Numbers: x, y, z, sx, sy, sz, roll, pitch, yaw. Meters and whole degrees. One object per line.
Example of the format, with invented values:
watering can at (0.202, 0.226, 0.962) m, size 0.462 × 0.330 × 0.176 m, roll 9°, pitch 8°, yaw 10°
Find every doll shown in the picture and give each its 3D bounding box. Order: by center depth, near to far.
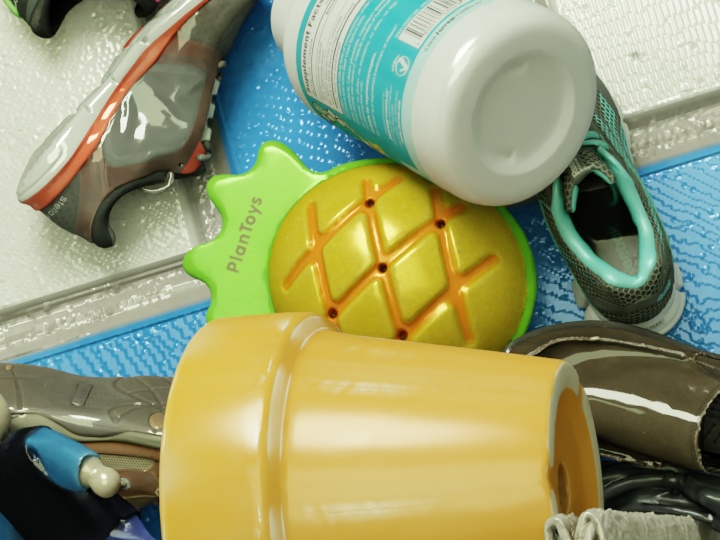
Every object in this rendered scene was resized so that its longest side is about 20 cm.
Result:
doll at (-0.156, 0.140, 1.214) m, size 0.200 × 0.136 × 0.048 m, roll 45°, pitch 49°, yaw -10°

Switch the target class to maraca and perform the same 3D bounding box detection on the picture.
maraca at (0.000, 0.000, 1.237) m, size 0.200 × 0.107 × 0.137 m, roll 16°, pitch 81°, yaw 12°

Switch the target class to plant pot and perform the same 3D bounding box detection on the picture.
plant pot at (0.021, 0.116, 1.117) m, size 0.183 × 0.200 × 0.201 m, roll -6°, pitch 77°, yaw 18°

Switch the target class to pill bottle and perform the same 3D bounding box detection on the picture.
pill bottle at (0.031, -0.117, 1.226) m, size 0.111 × 0.111 × 0.200 m, roll -51°, pitch 41°, yaw -4°

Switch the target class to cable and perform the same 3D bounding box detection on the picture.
cable at (0.168, 0.188, 1.205) m, size 0.200 × 0.051 × 0.163 m, roll 13°, pitch 89°, yaw 20°

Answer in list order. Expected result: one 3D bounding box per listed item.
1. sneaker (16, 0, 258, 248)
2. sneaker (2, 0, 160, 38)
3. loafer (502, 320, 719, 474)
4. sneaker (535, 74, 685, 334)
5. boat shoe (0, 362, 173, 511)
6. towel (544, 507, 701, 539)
sneaker at (-0.113, -0.097, 1.307) m, size 0.082 × 0.077 × 0.200 m, roll 42°, pitch 87°, yaw -12°
sneaker at (-0.123, -0.198, 1.323) m, size 0.200 × 0.077 × 0.084 m, roll -24°, pitch 83°, yaw 12°
loafer at (0.169, 0.071, 1.191) m, size 0.200 × 0.071 × 0.073 m, roll 6°, pitch 96°, yaw -3°
sneaker at (0.125, -0.058, 1.239) m, size 0.078 × 0.091 × 0.200 m, roll -28°, pitch 75°, yaw 1°
boat shoe at (-0.136, 0.103, 1.262) m, size 0.200 × 0.076 × 0.072 m, roll 9°, pitch 113°, yaw 8°
towel at (0.140, 0.183, 1.082) m, size 0.034 × 0.200 × 0.133 m, roll -9°, pitch 81°, yaw 23°
